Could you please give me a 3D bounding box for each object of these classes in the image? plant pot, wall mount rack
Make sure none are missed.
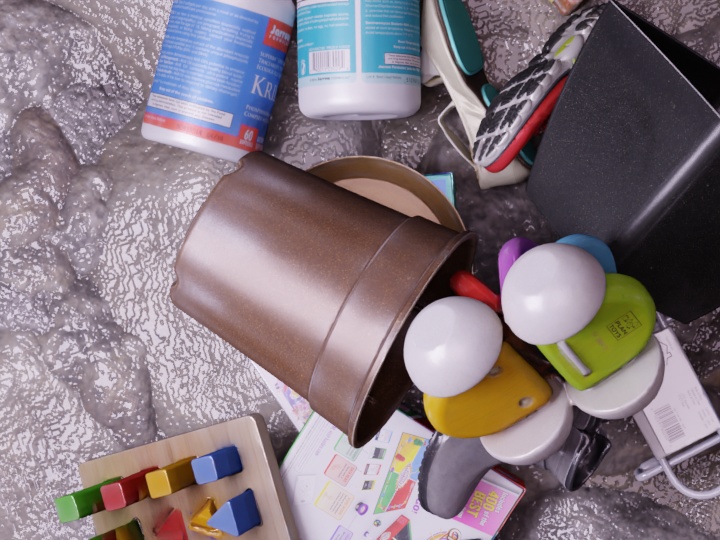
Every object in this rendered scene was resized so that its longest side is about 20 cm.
[{"bbox_3d":[-0.036,0.010,1.488,0.198,0.200,0.201,30,93,12],"label":"plant pot"},{"bbox_3d":[0.261,-0.075,1.521,0.178,0.200,0.200,-52,42,19],"label":"plant pot"},{"bbox_3d":[0.294,0.093,1.601,0.173,0.075,0.201,-28,88,9],"label":"wall mount rack"},{"bbox_3d":[0.000,0.000,1.585,0.199,0.027,0.201,0,91,6],"label":"plant pot"}]

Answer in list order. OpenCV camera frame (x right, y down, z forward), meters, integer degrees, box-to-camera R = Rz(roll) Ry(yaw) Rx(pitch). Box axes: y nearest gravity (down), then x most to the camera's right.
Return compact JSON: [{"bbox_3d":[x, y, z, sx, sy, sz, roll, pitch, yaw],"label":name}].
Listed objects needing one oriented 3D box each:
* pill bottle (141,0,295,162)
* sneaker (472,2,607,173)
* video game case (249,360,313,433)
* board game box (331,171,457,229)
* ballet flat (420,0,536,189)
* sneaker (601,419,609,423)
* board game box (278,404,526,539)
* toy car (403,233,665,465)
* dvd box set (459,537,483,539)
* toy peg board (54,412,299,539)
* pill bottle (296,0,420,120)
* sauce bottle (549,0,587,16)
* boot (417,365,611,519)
[{"bbox_3d":[-0.121,-0.203,1.616,0.112,0.112,0.201,15,93,5],"label":"pill bottle"},{"bbox_3d":[0.180,-0.149,1.582,0.200,0.077,0.085,-47,106,-20],"label":"sneaker"},{"bbox_3d":[-0.001,0.053,1.653,0.200,0.018,0.143,-35,88,5],"label":"video game case"},{"bbox_3d":[-0.009,-0.005,1.622,0.199,0.045,0.153,-3,90,6],"label":"board game box"},{"bbox_3d":[0.089,-0.164,1.624,0.069,0.069,0.201,-26,89,5],"label":"ballet flat"},{"bbox_3d":[0.165,0.099,1.584,0.200,0.076,0.092,-23,84,37],"label":"sneaker"},{"bbox_3d":[0.026,0.204,1.629,0.200,0.040,0.153,33,96,0],"label":"board game box"},{"bbox_3d":[0.133,0.044,1.426,0.199,0.175,0.150,-29,43,17],"label":"toy car"},{"bbox_3d":[0.056,0.342,1.611,0.146,0.029,0.201,-8,106,12],"label":"dvd box set"},{"bbox_3d":[-0.164,0.252,1.599,0.198,0.098,0.201,-17,89,26],"label":"toy peg board"},{"bbox_3d":[-0.002,-0.237,1.605,0.110,0.111,0.201,0,91,6],"label":"pill bottle"},{"bbox_3d":[0.143,-0.321,1.613,0.066,0.066,0.200,-40,89,4],"label":"sauce bottle"},{"bbox_3d":[0.134,0.151,1.526,0.131,0.070,0.201,34,115,30],"label":"boot"}]
